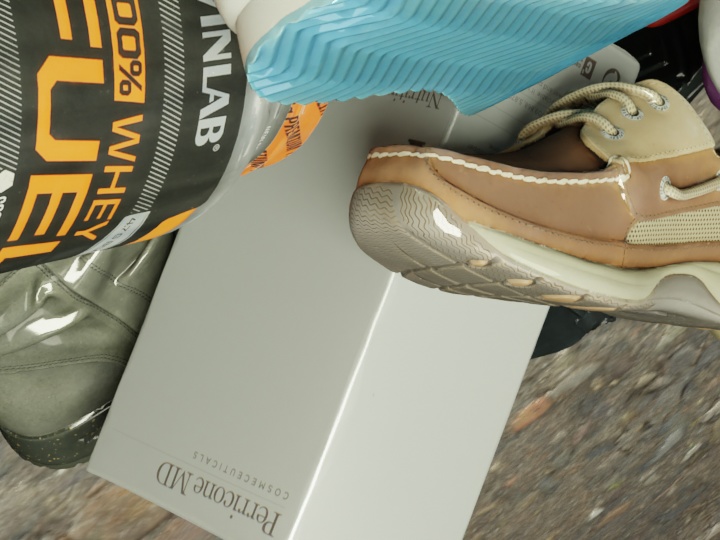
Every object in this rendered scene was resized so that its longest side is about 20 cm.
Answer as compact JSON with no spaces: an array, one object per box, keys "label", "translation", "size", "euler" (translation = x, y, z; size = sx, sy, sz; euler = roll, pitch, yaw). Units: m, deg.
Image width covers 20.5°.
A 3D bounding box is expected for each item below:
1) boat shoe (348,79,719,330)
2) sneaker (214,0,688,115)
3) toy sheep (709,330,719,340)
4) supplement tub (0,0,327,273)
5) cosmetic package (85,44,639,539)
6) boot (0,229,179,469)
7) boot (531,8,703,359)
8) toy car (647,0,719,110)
[{"label":"boat shoe","translation":[0.071,-0.023,0.612],"size":[0.200,0.076,0.072],"euler":[9,88,-50]},{"label":"sneaker","translation":[0.026,-0.091,0.534],"size":[0.076,0.081,0.200],"euler":[-29,168,26]},{"label":"toy sheep","translation":[0.262,-0.032,1.065],"size":[0.200,0.138,0.138],"euler":[-40,155,1]},{"label":"supplement tub","translation":[-0.108,-0.058,0.518],"size":[0.200,0.123,0.123],"euler":[-16,146,-42]},{"label":"cosmetic package","translation":[0.000,0.000,0.672],"size":[0.081,0.113,0.200],"euler":[27,82,-43]},{"label":"boot","translation":[-0.068,-0.019,0.714],"size":[0.200,0.068,0.131],"euler":[-38,147,-13]},{"label":"boot","translation":[0.099,-0.044,0.878],"size":[0.200,0.076,0.168],"euler":[-39,152,13]},{"label":"toy car","translation":[0.155,-0.117,0.702],"size":[0.175,0.200,0.150],"euler":[-35,160,-27]}]
